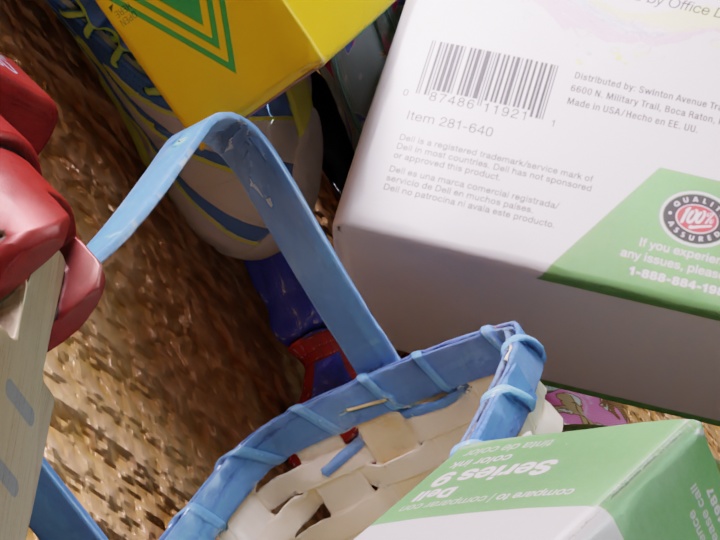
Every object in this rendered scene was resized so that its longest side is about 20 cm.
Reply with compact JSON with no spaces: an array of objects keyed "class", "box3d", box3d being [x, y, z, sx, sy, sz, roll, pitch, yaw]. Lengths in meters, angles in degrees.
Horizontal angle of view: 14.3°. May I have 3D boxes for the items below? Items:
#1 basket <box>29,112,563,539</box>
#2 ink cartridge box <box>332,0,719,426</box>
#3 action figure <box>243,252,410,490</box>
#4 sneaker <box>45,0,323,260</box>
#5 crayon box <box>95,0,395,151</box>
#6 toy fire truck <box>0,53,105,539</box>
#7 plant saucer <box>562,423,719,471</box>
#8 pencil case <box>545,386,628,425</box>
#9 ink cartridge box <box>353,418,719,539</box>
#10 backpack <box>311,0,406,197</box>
[{"class":"basket","box3d":[-0.021,0.070,0.811,0.201,0.139,0.176,61,33,-14]},{"class":"ink cartridge box","box3d":[0.088,-0.065,0.955,0.084,0.144,0.201,83,23,-62]},{"class":"action figure","box3d":[0.000,0.000,1.022,0.065,0.099,0.201,15,52,-60]},{"class":"sneaker","box3d":[-0.088,-0.093,0.988,0.105,0.076,0.201,2,56,-49]},{"class":"crayon box","box3d":[-0.052,-0.148,0.942,0.173,0.058,0.200,56,23,-7]},{"class":"toy fire truck","box3d":[-0.131,-0.014,0.663,0.200,0.129,0.176,42,6,36]},{"class":"plant saucer","box3d":[0.122,0.128,1.022,0.031,0.200,0.200,-41,104,-30]},{"class":"pencil case","box3d":[0.065,0.029,1.152,0.082,0.087,0.201,18,38,-18]},{"class":"ink cartridge box","box3d":[0.023,0.147,0.675,0.200,0.087,0.146,-38,112,-45]},{"class":"backpack","box3d":[0.057,-0.071,1.095,0.127,0.166,0.201,96,-19,-50]}]
